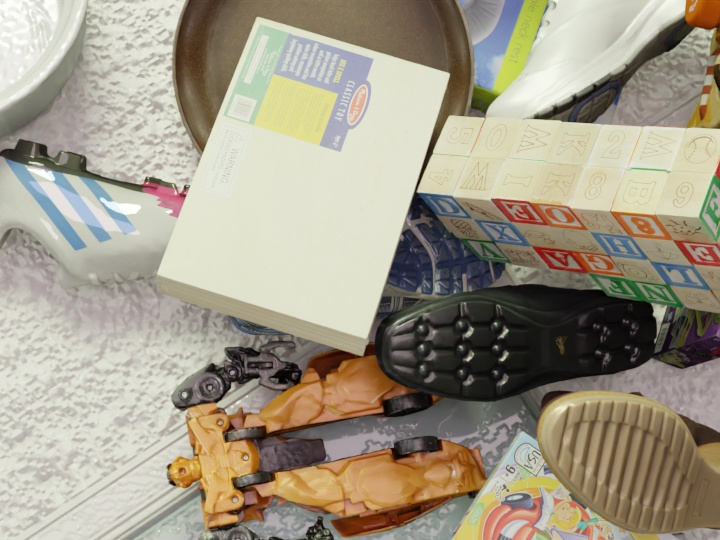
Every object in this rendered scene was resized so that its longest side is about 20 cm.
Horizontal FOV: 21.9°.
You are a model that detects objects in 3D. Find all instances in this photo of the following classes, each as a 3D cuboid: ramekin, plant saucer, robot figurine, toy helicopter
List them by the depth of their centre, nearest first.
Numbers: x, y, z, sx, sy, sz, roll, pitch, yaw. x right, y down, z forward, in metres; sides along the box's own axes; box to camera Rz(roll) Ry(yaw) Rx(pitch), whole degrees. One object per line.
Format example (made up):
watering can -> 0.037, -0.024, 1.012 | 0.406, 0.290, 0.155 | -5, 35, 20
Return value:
toy helicopter -> 0.226, -0.094, 1.172 | 0.078, 0.201, 0.133 | 11, 55, -5
robot figurine -> -0.025, 0.114, 1.185 | 0.198, 0.058, 0.146 | -10, 78, -6
ramekin -> -0.271, -0.177, 1.213 | 0.199, 0.098, 0.202 | 1, 79, -4
plant saucer -> -0.024, -0.133, 1.219 | 0.198, 0.032, 0.202 | 1, 101, 6

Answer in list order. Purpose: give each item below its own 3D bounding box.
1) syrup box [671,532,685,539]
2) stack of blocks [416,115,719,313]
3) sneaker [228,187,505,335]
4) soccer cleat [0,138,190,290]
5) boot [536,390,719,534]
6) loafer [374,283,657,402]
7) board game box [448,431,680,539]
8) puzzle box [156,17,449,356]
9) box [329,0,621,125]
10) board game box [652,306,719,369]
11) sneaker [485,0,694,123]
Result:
syrup box -> 0.103, 0.212, 1.161 | 0.198, 0.079, 0.082 | -4, 79, -4
stack of blocks -> 0.148, -0.035, 1.127 | 0.199, 0.115, 0.059 | 8, 65, 39
sneaker -> 0.000, 0.000, 1.205 | 0.199, 0.085, 0.078 | -8, 74, -28
soccer cleat -> -0.150, -0.021, 1.210 | 0.198, 0.070, 0.087 | 16, 93, 2
boot -> 0.149, 0.105, 1.113 | 0.199, 0.166, 0.073 | 22, 91, -30
loafer -> 0.093, 0.044, 1.174 | 0.199, 0.070, 0.069 | -4, 96, -28
board game box -> 0.095, 0.217, 1.101 | 0.134, 0.034, 0.201 | 33, 78, 4
puzzle box -> -0.032, -0.056, 1.144 | 0.132, 0.025, 0.201 | 17, 61, 4
box -> 0.091, -0.172, 1.259 | 0.198, 0.048, 0.123 | 20, 78, 2
board game box -> 0.246, -0.039, 1.202 | 0.032, 0.120, 0.201 | 20, 78, -3
sneaker -> 0.147, -0.153, 1.205 | 0.200, 0.075, 0.087 | -41, 78, -21
